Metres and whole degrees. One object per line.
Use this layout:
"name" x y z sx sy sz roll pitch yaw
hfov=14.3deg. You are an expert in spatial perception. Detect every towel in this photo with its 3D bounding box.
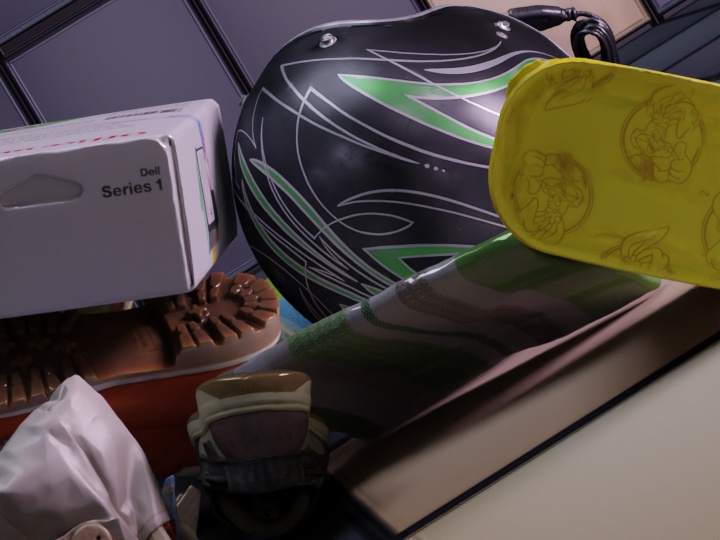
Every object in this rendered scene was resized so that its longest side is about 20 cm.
"towel" 0.040 0.035 1.459 0.199 0.031 0.149 -27 -19 29

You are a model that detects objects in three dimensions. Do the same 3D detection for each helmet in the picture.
"helmet" 0.030 -0.045 1.580 0.190 0.201 0.200 -14 -8 -38

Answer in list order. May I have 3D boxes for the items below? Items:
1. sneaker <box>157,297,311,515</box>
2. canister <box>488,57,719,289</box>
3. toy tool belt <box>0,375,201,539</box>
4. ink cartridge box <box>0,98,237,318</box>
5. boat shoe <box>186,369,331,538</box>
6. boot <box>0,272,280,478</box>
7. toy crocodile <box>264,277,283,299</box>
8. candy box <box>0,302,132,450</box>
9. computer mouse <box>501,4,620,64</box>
"sneaker" -0.061 0.044 1.676 0.200 0.079 0.131 -47 -26 -43
"canister" 0.136 -0.046 1.315 0.148 0.087 0.200 11 5 3
"toy tool belt" -0.133 0.141 1.384 0.125 0.123 0.200 -49 -2 -21
"ink cartridge box" -0.150 -0.033 1.526 0.144 0.085 0.200 -8 8 5
"boat shoe" -0.050 0.098 1.406 0.071 0.066 0.201 -2 -15 -1
"boot" -0.137 0.074 1.500 0.199 0.108 0.075 -9 38 -10
"toy crocodile" -0.044 0.025 1.806 0.200 0.067 0.062 -55 40 -3
"candy box" -0.187 0.101 1.647 0.115 0.055 0.201 -46 -27 -76
"computer mouse" 0.087 -0.097 1.884 0.199 0.141 0.046 -11 5 1
